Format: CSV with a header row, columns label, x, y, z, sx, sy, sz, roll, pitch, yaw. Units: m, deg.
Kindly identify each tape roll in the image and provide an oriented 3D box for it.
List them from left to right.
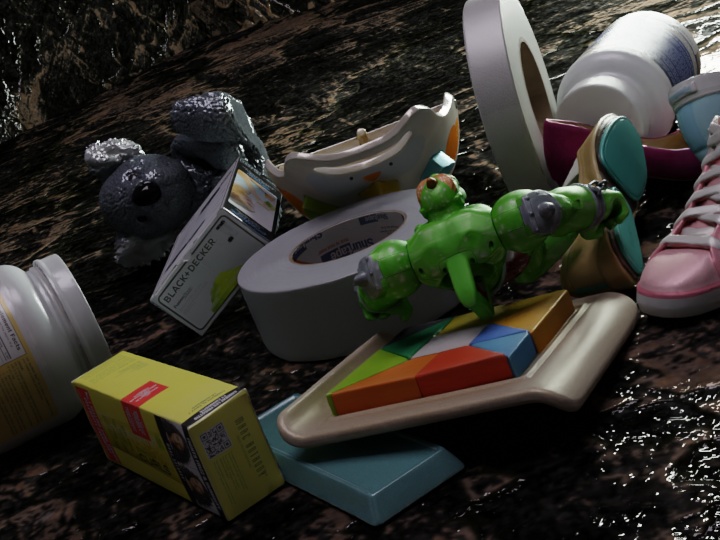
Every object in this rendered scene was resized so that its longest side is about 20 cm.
label,x,y,z,sx,sy,sz,roll,pitch,yaw
tape roll,0.000,0.000,1.041,0.200,0.066,0.200,-19,17,6
tape roll,0.142,-0.151,1.103,0.037,0.203,0.203,-15,19,20

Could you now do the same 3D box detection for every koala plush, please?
label,x,y,z,sx,sy,sz,roll,pitch,yaw
koala plush,-0.205,-0.093,1.401,0.200,0.178,0.184,-20,6,5

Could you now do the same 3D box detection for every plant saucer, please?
label,x,y,z,sx,sy,sz,roll,pitch,yaw
plant saucer,-0.018,0.116,0.802,0.070,0.019,0.200,-29,18,-26

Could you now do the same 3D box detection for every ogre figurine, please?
label,x,y,z,sx,sy,sz,roll,pitch,yaw
ogre figurine,0.079,-0.014,0.846,0.200,0.098,0.120,-1,-4,18

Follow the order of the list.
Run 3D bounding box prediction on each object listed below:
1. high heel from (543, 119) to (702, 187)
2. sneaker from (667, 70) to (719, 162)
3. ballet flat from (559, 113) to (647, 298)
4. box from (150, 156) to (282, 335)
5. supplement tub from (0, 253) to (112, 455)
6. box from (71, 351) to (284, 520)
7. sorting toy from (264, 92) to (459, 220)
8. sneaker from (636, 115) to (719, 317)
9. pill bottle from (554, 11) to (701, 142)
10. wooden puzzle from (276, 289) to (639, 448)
label,x,y,z,sx,sy,sz,roll,pitch,yaw
high heel,0.250,-0.118,1.057,0.200,0.096,0.067,-23,18,-6
sneaker,0.343,-0.119,1.026,0.200,0.082,0.074,-6,-12,-24
ballet flat,0.181,-0.053,0.951,0.063,0.069,0.200,-28,26,30
box,-0.136,-0.028,1.206,0.117,0.060,0.200,-51,12,13
supplement tub,-0.318,0.083,1.021,0.200,0.146,0.145,-27,19,-19
box,-0.132,0.109,0.857,0.050,0.075,0.200,-30,21,-27
sorting toy,0.006,-0.101,1.149,0.200,0.107,0.180,-20,-12,4
sneaker,0.251,-0.052,0.852,0.200,0.105,0.075,-32,23,-29
pill bottle,0.252,-0.169,1.179,0.111,0.111,0.200,-10,21,31
wooden puzzle,0.066,0.057,0.811,0.200,0.037,0.185,-10,12,28
